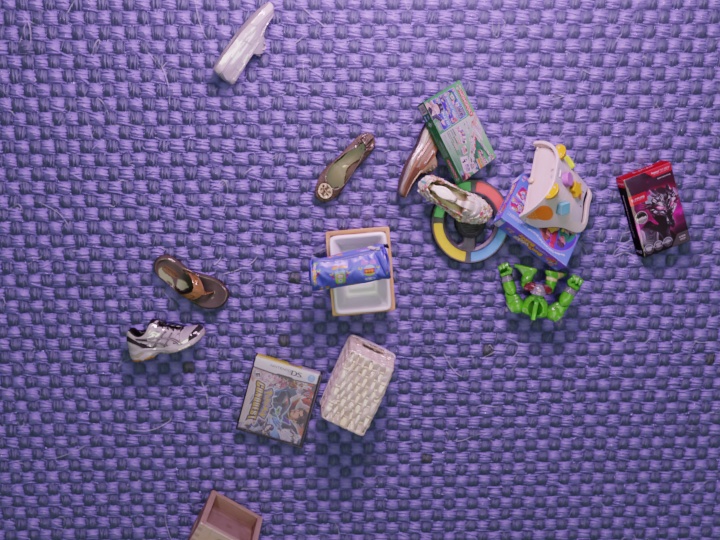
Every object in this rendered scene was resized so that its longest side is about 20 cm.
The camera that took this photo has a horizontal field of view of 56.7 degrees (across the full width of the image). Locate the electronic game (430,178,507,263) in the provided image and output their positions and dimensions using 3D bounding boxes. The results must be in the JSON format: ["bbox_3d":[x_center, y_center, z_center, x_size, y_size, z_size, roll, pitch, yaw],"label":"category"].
[{"bbox_3d":[0.266,-0.118,1.612,0.194,0.042,0.206,0,100,-1],"label":"electronic game"}]

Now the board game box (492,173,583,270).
[{"bbox_3d":[0.426,-0.115,1.586,0.198,0.045,0.136,35,69,-7],"label":"board game box"}]

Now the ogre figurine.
[{"bbox_3d":[0.427,0.055,1.618,0.194,0.098,0.123,9,97,-5],"label":"ogre figurine"}]

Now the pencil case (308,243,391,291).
[{"bbox_3d":[-0.024,-0.008,1.521,0.194,0.079,0.088,-10,130,0],"label":"pencil case"}]

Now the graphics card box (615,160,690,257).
[{"bbox_3d":[0.709,-0.148,1.616,0.122,0.051,0.205,-19,101,1],"label":"graphics card box"}]

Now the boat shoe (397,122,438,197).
[{"bbox_3d":[0.150,-0.260,1.570,0.070,0.076,0.204,25,100,-8],"label":"boat shoe"}]

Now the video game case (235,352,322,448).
[{"bbox_3d":[-0.205,0.329,1.685,0.176,0.026,0.205,16,99,-4],"label":"video game case"}]

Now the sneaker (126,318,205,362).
[{"bbox_3d":[-0.478,0.156,1.622,0.195,0.076,0.090,-16,100,1],"label":"sneaker"}]

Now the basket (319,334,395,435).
[{"bbox_3d":[-0.007,0.283,1.632,0.133,0.124,0.204,24,99,-5],"label":"basket"}]

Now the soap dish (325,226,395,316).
[{"bbox_3d":[0.000,0.000,1.605,0.153,0.081,0.206,-5,100,-1],"label":"soap dish"}]

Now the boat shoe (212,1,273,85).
[{"bbox_3d":[-0.253,-0.515,1.521,0.068,0.072,0.202,37,90,-29],"label":"boat shoe"}]

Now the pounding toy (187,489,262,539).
[{"bbox_3d":[-0.364,0.680,1.652,0.181,0.200,0.144,30,98,-6],"label":"pounding toy"}]

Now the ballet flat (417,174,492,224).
[{"bbox_3d":[0.223,-0.159,1.550,0.196,0.064,0.077,22,94,-9],"label":"ballet flat"}]

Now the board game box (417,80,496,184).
[{"bbox_3d":[0.227,-0.321,1.548,0.134,0.029,0.203,-34,101,-32],"label":"board game box"}]

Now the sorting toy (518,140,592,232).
[{"bbox_3d":[0.477,-0.183,1.559,0.178,0.106,0.205,28,67,-30],"label":"sorting toy"}]

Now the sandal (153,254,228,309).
[{"bbox_3d":[-0.414,0.030,1.612,0.198,0.055,0.083,34,97,-7],"label":"sandal"}]

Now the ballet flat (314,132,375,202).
[{"bbox_3d":[-0.037,-0.245,1.579,0.067,0.046,0.200,43,96,-7],"label":"ballet flat"}]
